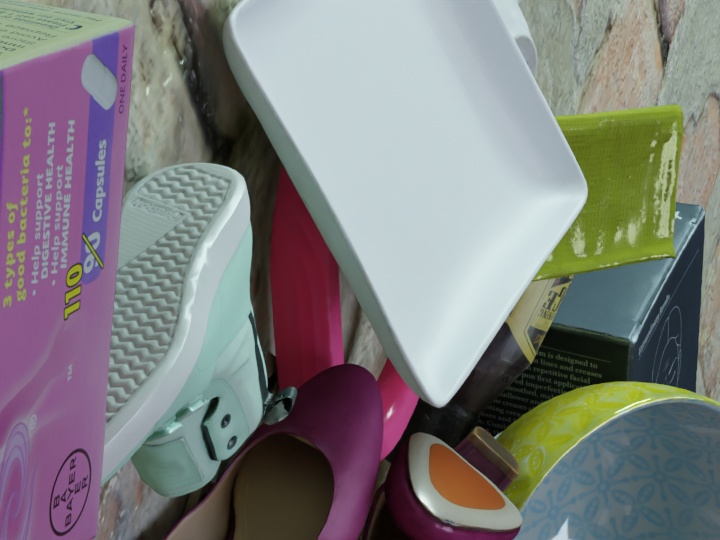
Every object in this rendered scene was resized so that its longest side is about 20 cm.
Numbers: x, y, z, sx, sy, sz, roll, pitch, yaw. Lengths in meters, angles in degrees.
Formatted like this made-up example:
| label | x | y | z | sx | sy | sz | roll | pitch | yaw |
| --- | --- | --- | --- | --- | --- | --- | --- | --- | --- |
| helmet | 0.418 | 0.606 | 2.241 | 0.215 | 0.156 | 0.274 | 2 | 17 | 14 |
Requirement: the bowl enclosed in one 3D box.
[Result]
| label | x | y | z | sx | sy | sz | roll | pitch | yaw |
| --- | --- | --- | --- | --- | --- | --- | --- | --- | --- |
| bowl | 0.114 | 0.141 | 1.495 | 0.200 | 0.108 | 0.200 | -16 | 118 | -31 |

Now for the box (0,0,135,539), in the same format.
| label | x | y | z | sx | sy | sz | roll | pitch | yaw |
| --- | --- | --- | --- | --- | --- | --- | --- | --- | --- |
| box | -0.155 | 0.019 | 0.797 | 0.200 | 0.097 | 0.176 | -31 | 130 | -64 |

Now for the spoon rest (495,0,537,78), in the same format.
| label | x | y | z | sx | sy | sz | roll | pitch | yaw |
| --- | --- | --- | --- | --- | --- | --- | --- | --- | --- |
| spoon rest | 0.081 | -0.128 | 1.469 | 0.200 | 0.061 | 0.099 | -40 | 138 | -41 |

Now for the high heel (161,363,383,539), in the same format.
| label | x | y | z | sx | sy | sz | roll | pitch | yaw |
| --- | --- | --- | --- | --- | --- | --- | --- | --- | --- |
| high heel | -0.048 | 0.109 | 1.180 | 0.096 | 0.067 | 0.200 | 76 | 37 | -59 |

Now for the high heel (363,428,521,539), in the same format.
| label | x | y | z | sx | sy | sz | roll | pitch | yaw |
| --- | --- | --- | --- | --- | --- | --- | --- | --- | --- |
| high heel | 0.027 | 0.129 | 1.312 | 0.096 | 0.067 | 0.200 | -48 | 170 | 8 |

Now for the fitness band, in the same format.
| label | x | y | z | sx | sy | sz | roll | pitch | yaw |
| --- | --- | --- | --- | --- | --- | --- | --- | --- | --- |
| fitness band | 0.000 | 0.000 | 1.309 | 0.144 | 0.037 | 0.200 | -57 | 149 | -51 |

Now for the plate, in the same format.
| label | x | y | z | sx | sy | sz | roll | pitch | yaw |
| --- | --- | --- | --- | --- | --- | --- | --- | --- | --- |
| plate | 0.018 | -0.067 | 1.238 | 0.200 | 0.032 | 0.200 | 60 | 37 | -18 |

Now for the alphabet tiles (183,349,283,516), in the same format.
| label | x | y | z | sx | sy | sz | roll | pitch | yaw |
| --- | --- | --- | --- | --- | --- | --- | --- | --- | --- |
| alphabet tiles | -0.057 | 0.142 | 1.287 | 0.167 | 0.008 | 0.200 | 40 | 62 | -68 |

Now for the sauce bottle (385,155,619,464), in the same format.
| label | x | y | z | sx | sy | sz | roll | pitch | yaw |
| --- | --- | --- | --- | --- | --- | --- | --- | --- | --- |
| sauce bottle | 0.071 | 0.017 | 1.450 | 0.200 | 0.066 | 0.066 | -64 | 162 | 7 |

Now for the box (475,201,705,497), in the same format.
| label | x | y | z | sx | sy | sz | roll | pitch | yaw |
| --- | --- | --- | --- | --- | --- | --- | --- | --- | --- |
| box | 0.130 | 0.072 | 1.626 | 0.148 | 0.107 | 0.200 | -53 | 150 | -50 |

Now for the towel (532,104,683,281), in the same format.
| label | x | y | z | sx | sy | sz | roll | pitch | yaw |
| --- | --- | --- | --- | --- | --- | --- | --- | --- | --- |
| towel | 0.098 | -0.036 | 1.378 | 0.200 | 0.018 | 0.086 | -9 | 110 | -46 |

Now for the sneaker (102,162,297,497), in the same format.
| label | x | y | z | sx | sy | sz | roll | pitch | yaw |
| --- | --- | --- | --- | --- | --- | --- | --- | --- | --- |
| sneaker | -0.082 | 0.059 | 1.055 | 0.200 | 0.074 | 0.118 | -59 | 147 | -50 |
